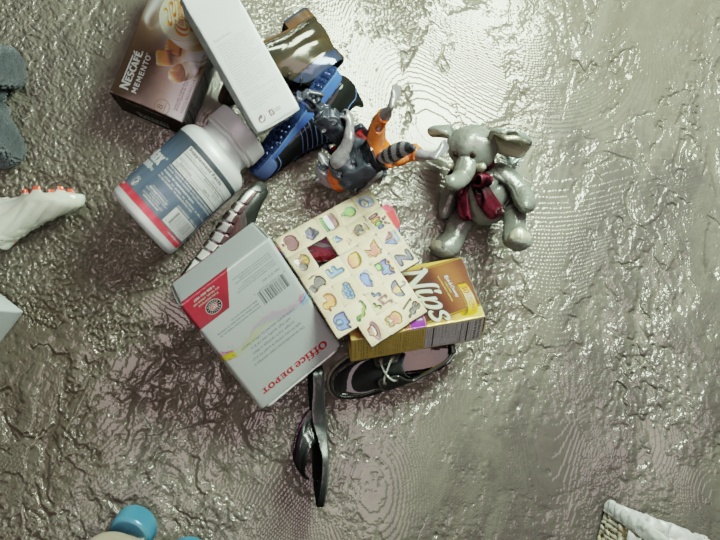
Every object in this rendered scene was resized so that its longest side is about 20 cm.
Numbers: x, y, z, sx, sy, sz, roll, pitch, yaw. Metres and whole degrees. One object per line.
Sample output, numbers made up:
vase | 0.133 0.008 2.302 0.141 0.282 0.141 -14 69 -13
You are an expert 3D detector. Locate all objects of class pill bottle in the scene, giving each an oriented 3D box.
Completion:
pill bottle | -0.238 -0.133 1.025 0.200 0.120 0.120 -44 91 -9

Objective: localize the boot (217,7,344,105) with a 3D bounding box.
boot | -0.116 -0.294 1.078 0.097 0.075 0.200 44 80 2

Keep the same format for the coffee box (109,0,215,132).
coffee box | -0.270 -0.317 1.057 0.112 0.080 0.204 21 82 -5

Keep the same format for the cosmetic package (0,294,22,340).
cosmetic package | -0.579 0.036 0.927 0.199 0.199 0.124 37 82 -3

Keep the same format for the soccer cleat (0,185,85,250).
soccer cleat | -0.482 -0.071 1.020 0.195 0.069 0.079 -9 91 0

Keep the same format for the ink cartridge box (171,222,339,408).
ink cartridge box | -0.142 0.064 0.996 0.145 0.083 0.202 -37 119 -9

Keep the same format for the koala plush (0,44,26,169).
koala plush | -0.587 -0.236 0.978 0.195 0.184 0.182 -2 84 5

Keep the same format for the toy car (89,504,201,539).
toy car | -0.319 0.464 0.960 0.175 0.185 0.202 29 111 -4

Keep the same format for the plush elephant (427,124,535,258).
plush elephant | 0.169 -0.137 1.049 0.155 0.162 0.203 44 60 -41

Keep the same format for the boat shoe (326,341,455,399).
boat shoe | 0.045 0.138 1.062 0.196 0.068 0.073 -16 88 -7

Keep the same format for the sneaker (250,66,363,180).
sneaker | -0.077 -0.203 1.077 0.200 0.070 0.078 -47 123 6

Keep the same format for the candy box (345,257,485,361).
candy box | 0.070 0.054 1.050 0.195 0.057 0.118 -9 49 -9

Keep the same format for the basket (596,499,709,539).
basket | 0.446 0.454 1.018 0.196 0.198 0.164 21 87 -5

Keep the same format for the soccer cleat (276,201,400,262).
soccer cleat | -0.032 -0.041 1.071 0.196 0.067 0.078 -20 92 -11

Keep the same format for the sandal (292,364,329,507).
sandal | -0.074 0.233 1.036 0.047 0.075 0.205 -1 76 -12

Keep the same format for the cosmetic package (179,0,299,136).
cosmetic package | -0.164 -0.289 0.987 0.073 0.102 0.203 -30 102 -6

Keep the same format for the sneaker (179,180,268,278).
sneaker | -0.169 -0.021 1.054 0.115 0.076 0.201 37 91 -9

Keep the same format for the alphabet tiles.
alphabet tiles | 0.000 0.000 1.012 0.165 0.008 0.202 -29 76 -22

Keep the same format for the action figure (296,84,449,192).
action figure | -0.003 -0.176 1.010 0.198 0.192 0.106 31 49 -34
